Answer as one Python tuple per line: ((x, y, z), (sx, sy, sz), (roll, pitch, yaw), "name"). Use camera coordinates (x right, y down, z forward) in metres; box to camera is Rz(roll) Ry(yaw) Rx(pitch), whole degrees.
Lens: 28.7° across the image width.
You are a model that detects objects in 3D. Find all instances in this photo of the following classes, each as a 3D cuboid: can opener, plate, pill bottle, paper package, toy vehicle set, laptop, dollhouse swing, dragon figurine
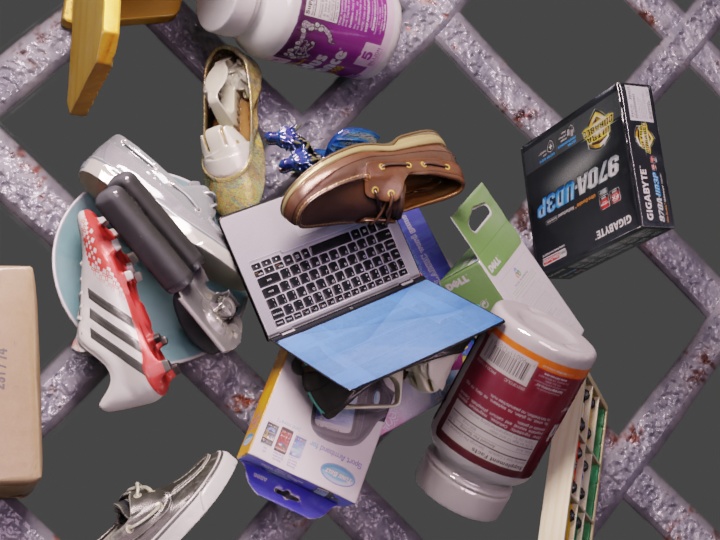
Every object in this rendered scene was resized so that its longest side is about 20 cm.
((-0.184, 0.002, 1.323), (0.200, 0.067, 0.053), (52, 34, -19), "can opener")
((-0.206, -0.001, 1.390), (0.200, 0.026, 0.200), (7, 71, -21), "plate")
((-0.065, -0.268, 1.463), (0.200, 0.112, 0.112), (7, 71, -36), "pill bottle")
((-0.380, 0.103, 1.238), (0.190, 0.103, 0.200), (0, 73, -25), "paper package")
((0.222, 0.215, 1.461), (0.026, 0.124, 0.200), (2, 67, 22), "toy vehicle set")
((0.140, 0.141, 1.397), (0.114, 0.114, 0.200), (22, 106, -16), "pill bottle")
((0.000, 0.000, 1.337), (0.187, 0.116, 0.200), (-22, 87, -31), "laptop")
((-0.201, -0.262, 1.374), (0.182, 0.200, 0.176), (-9, 77, -26), "dollhouse swing")
((-0.012, -0.111, 1.466), (0.200, 0.099, 0.059), (1, 74, -23), "dragon figurine")

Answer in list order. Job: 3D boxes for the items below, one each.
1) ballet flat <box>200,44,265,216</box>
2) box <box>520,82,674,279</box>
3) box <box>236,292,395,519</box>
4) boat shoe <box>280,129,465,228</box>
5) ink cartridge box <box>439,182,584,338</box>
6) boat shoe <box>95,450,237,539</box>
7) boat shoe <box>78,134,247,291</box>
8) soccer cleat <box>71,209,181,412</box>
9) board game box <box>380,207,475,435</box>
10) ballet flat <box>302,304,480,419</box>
((-0.135, -0.144, 1.426), (0.071, 0.071, 0.200), (10, 59, -20), "ballet flat")
((0.251, -0.092, 1.518), (0.046, 0.200, 0.159), (1, 74, -26), "box")
((-0.036, 0.135, 1.367), (0.119, 0.041, 0.200), (27, 64, -14), "box")
((0.017, -0.080, 1.357), (0.200, 0.072, 0.068), (-20, 55, -32), "boat shoe")
((0.147, 0.019, 1.486), (0.200, 0.059, 0.104), (55, 35, -7), "ink cartridge box")
((-0.196, 0.229, 1.296), (0.064, 0.071, 0.200), (47, 64, -5), "boat shoe")
((-0.175, -0.060, 1.368), (0.201, 0.070, 0.072), (37, 67, -7), "boat shoe")
((-0.239, 0.037, 1.315), (0.085, 0.069, 0.200), (-26, 75, 2), "soccer cleat")
((0.020, 0.059, 1.459), (0.199, 0.041, 0.200), (-26, 86, -28), "board game box")
((0.038, 0.093, 1.359), (0.200, 0.068, 0.068), (-18, 93, -20), "ballet flat")
